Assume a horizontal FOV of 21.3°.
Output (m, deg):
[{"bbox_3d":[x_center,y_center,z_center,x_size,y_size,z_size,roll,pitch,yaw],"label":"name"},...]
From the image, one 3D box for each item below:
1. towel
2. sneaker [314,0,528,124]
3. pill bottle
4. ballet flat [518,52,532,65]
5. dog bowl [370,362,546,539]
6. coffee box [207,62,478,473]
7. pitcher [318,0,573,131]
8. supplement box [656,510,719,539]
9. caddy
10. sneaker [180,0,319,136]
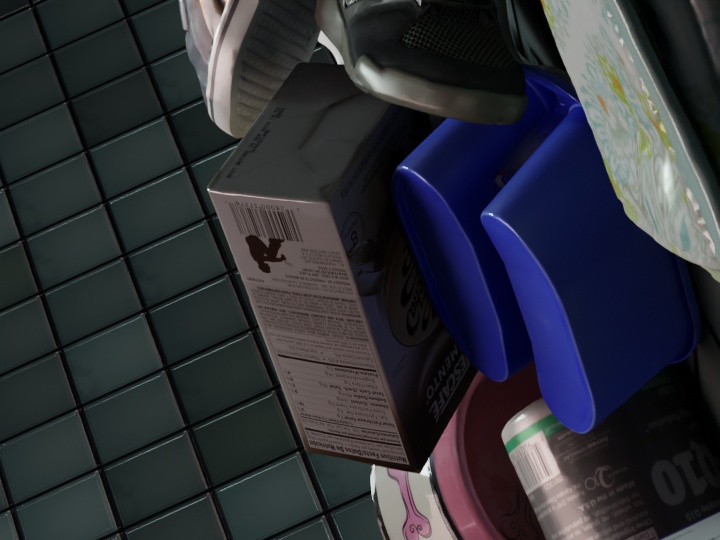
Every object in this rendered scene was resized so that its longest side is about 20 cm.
[{"bbox_3d":[0.101,-0.098,0.728,0.171,0.048,0.201,-119,6,-74],"label":"towel"},{"bbox_3d":[0.035,-0.144,0.938,0.200,0.076,0.115,-119,41,-60],"label":"sneaker"},{"bbox_3d":[0.171,0.160,1.114,0.113,0.112,0.201,70,176,-77],"label":"pill bottle"},{"bbox_3d":[0.081,-0.110,1.199,0.200,0.067,0.069,45,119,61],"label":"ballet flat"},{"bbox_3d":[0.108,0.135,1.208,0.074,0.199,0.201,-38,71,48],"label":"dog bowl"},{"bbox_3d":[0.000,0.000,1.058,0.113,0.079,0.201,-58,-37,-38],"label":"coffee box"},{"bbox_3d":[0.018,-0.139,1.114,0.121,0.172,0.201,-3,-123,-45],"label":"pitcher"},{"bbox_3d":[0.211,0.231,0.968,0.103,0.101,0.201,-134,20,-86],"label":"supplement box"},{"bbox_3d":[0.104,-0.015,0.993,0.141,0.105,0.201,31,154,41],"label":"caddy"},{"bbox_3d":[-0.063,-0.172,1.031,0.079,0.078,0.201,34,131,23],"label":"sneaker"}]
